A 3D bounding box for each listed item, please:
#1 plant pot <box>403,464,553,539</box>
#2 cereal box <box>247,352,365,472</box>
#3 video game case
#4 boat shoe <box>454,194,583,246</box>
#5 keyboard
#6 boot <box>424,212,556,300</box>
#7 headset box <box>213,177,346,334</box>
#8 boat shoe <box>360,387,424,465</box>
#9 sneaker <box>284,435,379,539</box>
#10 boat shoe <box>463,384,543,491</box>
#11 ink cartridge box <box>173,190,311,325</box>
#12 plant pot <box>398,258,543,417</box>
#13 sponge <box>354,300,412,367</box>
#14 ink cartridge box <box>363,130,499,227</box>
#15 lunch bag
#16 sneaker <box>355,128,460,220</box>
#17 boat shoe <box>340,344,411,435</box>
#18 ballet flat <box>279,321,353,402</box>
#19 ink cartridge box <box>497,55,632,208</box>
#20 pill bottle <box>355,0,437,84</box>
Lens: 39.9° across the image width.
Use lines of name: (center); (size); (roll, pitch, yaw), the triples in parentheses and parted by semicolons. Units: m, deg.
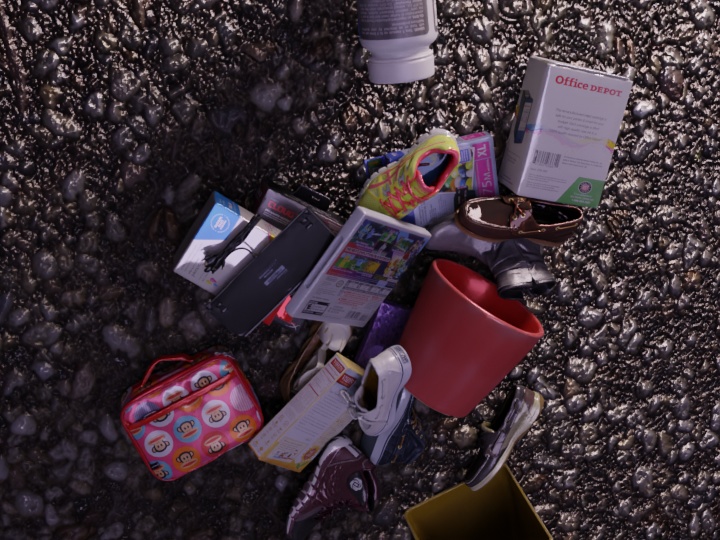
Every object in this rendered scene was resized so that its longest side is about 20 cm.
plant pot: (0.216, 0.488, 1.679); (0.198, 0.200, 0.178); (-26, 124, -3)
cereal box: (-0.067, 0.226, 1.556); (0.200, 0.040, 0.144); (-45, 149, 3)
video game case: (0.000, 0.000, 1.438); (0.183, 0.023, 0.199); (-53, 150, 14)
boat shoe: (0.240, -0.083, 1.495); (0.198, 0.071, 0.070); (3, 153, -22)
keyboard: (-0.135, -0.012, 1.355); (0.200, 0.021, 0.127); (-44, 117, 1)
boot: (0.198, -0.019, 1.513); (0.198, 0.133, 0.070); (-5, 151, -15)
headset box: (-0.113, -0.030, 1.477); (0.148, 0.075, 0.201); (26, 101, -19)
boat shoe: (0.069, 0.239, 1.599); (0.090, 0.071, 0.201); (4, 132, -21)
sneaker: (-0.039, 0.378, 1.605); (0.115, 0.075, 0.202); (32, 105, 23)
boat shoe: (0.228, 0.277, 1.672); (0.064, 0.073, 0.201); (33, 95, -10)
ink cartridge box: (-0.150, -0.007, 1.400); (0.199, 0.067, 0.117); (31, 100, -19)
plant pot: (0.149, 0.109, 1.505); (0.199, 0.201, 0.178); (25, 107, -20)
sponge: (0.100, 0.124, 1.605); (0.198, 0.030, 0.113); (17, 103, -17)
ink cartridge box: (0.112, -0.132, 1.516); (0.198, 0.042, 0.121); (-13, 111, -7)
lunch bag: (-0.263, 0.206, 1.524); (0.198, 0.082, 0.177); (-28, 109, -5)
sneaker: (0.068, -0.122, 1.440); (0.078, 0.090, 0.200); (40, 97, -22)
boat shoe: (0.011, 0.194, 1.487); (0.085, 0.075, 0.203); (-19, 151, -29)
ballet flat: (-0.062, 0.127, 1.544); (0.067, 0.072, 0.201); (33, 98, -17)
ink cartridge box: (0.309, -0.211, 1.510); (0.144, 0.088, 0.202); (7, 108, -16)
pill bottle: (0.049, -0.369, 1.380); (0.112, 0.114, 0.202); (-9, 110, -10)
